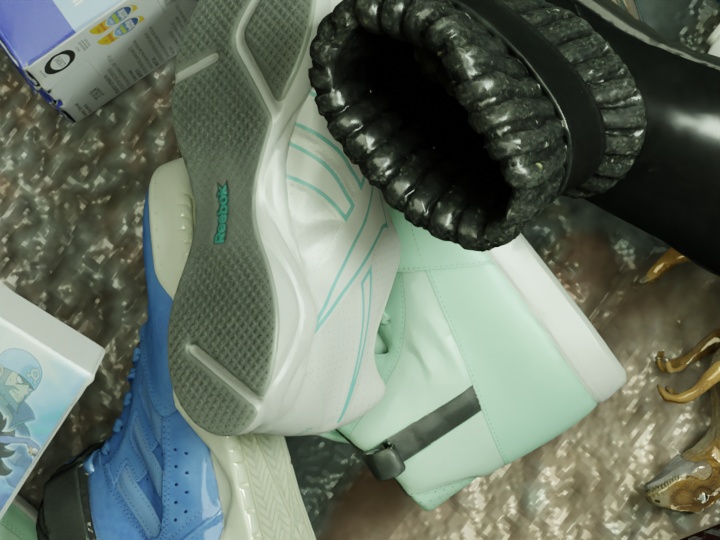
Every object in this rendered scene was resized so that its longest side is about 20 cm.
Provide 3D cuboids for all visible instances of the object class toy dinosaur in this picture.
[{"bbox_3d":[0.178,0.012,1.106,0.106,0.060,0.200,43,117,8],"label":"toy dinosaur"}]

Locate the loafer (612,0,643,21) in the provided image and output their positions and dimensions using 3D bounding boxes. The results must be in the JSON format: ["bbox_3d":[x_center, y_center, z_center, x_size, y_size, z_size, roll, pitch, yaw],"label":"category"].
[{"bbox_3d":[0.054,-0.165,1.126,0.072,0.063,0.200,-34,86,-1],"label":"loafer"}]

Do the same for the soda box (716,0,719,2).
[{"bbox_3d":[0.180,-0.212,1.126,0.068,0.064,0.200,32,87,4],"label":"soda box"}]

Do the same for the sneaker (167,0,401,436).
[{"bbox_3d":[-0.025,-0.034,1.040,0.070,0.080,0.200,-3,80,43],"label":"sneaker"}]

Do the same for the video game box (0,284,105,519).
[{"bbox_3d":[-0.228,0.055,1.043,0.200,0.047,0.182,33,104,-5],"label":"video game box"}]

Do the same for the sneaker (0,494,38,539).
[{"bbox_3d":[-0.134,0.172,1.081,0.074,0.118,0.200,-23,84,1],"label":"sneaker"}]

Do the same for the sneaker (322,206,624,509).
[{"bbox_3d":[0.000,0.000,1.105,0.118,0.074,0.200,-38,84,2],"label":"sneaker"}]

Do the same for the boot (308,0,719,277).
[{"bbox_3d":[0.092,-0.042,1.013,0.211,0.158,0.079,29,110,12],"label":"boot"}]

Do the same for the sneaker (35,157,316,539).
[{"bbox_3d":[-0.086,0.061,1.089,0.111,0.077,0.200,-12,90,26],"label":"sneaker"}]

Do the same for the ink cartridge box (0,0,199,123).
[{"bbox_3d":[-0.089,-0.133,1.091,0.200,0.136,0.076,-37,83,-1],"label":"ink cartridge box"}]

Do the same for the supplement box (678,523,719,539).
[{"bbox_3d":[0.119,0.178,1.033,0.200,0.197,0.133,-22,86,1],"label":"supplement box"}]

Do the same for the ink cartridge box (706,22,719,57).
[{"bbox_3d":[0.260,-0.087,1.072,0.200,0.083,0.147,39,130,4],"label":"ink cartridge box"}]
